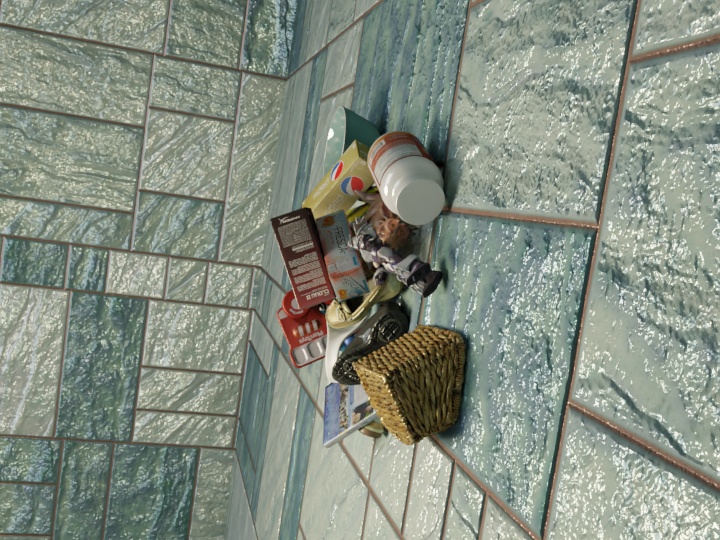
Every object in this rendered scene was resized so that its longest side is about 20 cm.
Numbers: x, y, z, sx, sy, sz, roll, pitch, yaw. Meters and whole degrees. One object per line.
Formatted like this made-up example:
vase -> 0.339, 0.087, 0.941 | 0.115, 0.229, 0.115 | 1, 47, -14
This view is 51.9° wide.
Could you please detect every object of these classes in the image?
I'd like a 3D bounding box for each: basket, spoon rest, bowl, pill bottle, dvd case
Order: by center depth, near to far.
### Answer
basket -> 0.098, 0.185, 1.191 | 0.143, 0.149, 0.200 | 65, 166, -6
pill bottle -> 0.083, -0.163, 1.311 | 0.200, 0.112, 0.112 | -108, 30, -57
dvd case -> -0.004, 0.245, 1.448 | 0.200, 0.018, 0.143 | -39, 33, 33
spoon rest -> -0.032, 0.126, 1.511 | 0.061, 0.099, 0.200 | 51, -136, -52
bowl -> -0.014, -0.275, 1.728 | 0.201, 0.105, 0.201 | -173, 90, -74

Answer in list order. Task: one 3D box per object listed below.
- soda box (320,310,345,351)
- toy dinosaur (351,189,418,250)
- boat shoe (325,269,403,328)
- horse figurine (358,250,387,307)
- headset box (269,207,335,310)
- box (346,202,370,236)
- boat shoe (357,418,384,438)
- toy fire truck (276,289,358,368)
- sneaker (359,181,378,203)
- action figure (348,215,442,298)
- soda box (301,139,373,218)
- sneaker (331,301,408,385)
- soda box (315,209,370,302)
soda box -> -0.075, 0.146, 1.825 | 0.200, 0.068, 0.064 | -156, 74, -74
toy dinosaur -> 0.048, -0.097, 1.424 | 0.136, 0.086, 0.200 | 118, 144, -51
boat shoe -> -0.006, 0.052, 1.438 | 0.201, 0.063, 0.073 | -30, 63, 36
horse figurine -> 0.000, 0.000, 1.508 | 0.200, 0.050, 0.133 | 12, 95, 35
headset box -> -0.104, -0.017, 1.440 | 0.149, 0.077, 0.200 | -81, -28, -86
box -> -0.021, -0.095, 1.614 | 0.117, 0.048, 0.200 | -44, 13, -26
boat shoe -> 0.009, 0.261, 1.496 | 0.200, 0.072, 0.076 | 37, 107, 62
toy fire truck -> -0.085, 0.113, 1.677 | 0.112, 0.200, 0.168 | 122, 126, -78
sneaker -> 0.029, -0.197, 1.601 | 0.200, 0.074, 0.085 | 1, 69, 59
action figure -> 0.042, -0.021, 1.271 | 0.069, 0.130, 0.200 | -48, 46, -14
soda box -> -0.041, -0.173, 1.549 | 0.200, 0.068, 0.064 | -46, 35, 30
sneaker -> 0.019, 0.142, 1.431 | 0.200, 0.076, 0.091 | -46, 16, 17
soda box -> -0.036, -0.031, 1.415 | 0.200, 0.063, 0.068 | -106, -3, -51
